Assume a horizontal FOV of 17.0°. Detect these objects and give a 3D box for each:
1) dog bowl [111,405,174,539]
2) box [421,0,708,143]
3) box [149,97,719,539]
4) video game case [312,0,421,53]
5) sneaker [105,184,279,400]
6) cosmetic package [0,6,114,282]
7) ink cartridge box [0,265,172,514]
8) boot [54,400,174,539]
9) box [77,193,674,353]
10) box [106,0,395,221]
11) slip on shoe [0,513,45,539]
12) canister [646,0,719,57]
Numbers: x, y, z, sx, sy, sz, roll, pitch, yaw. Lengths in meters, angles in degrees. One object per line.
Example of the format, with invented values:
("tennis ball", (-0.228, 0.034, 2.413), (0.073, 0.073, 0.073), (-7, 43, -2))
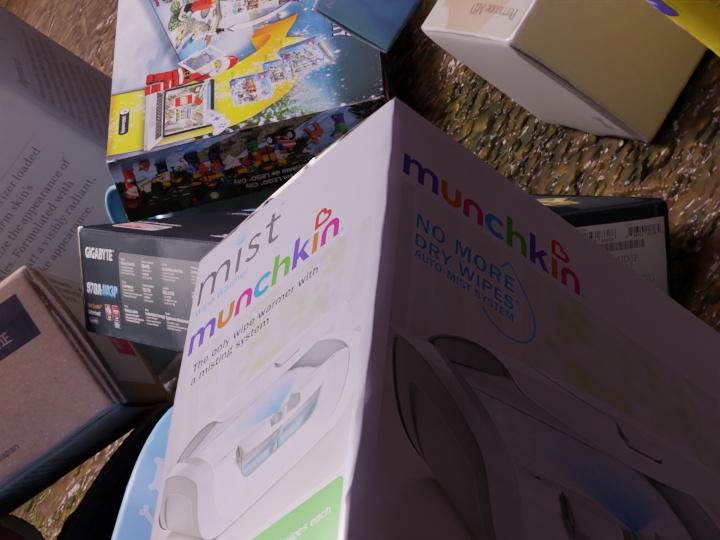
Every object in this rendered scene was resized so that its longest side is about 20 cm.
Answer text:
("dog bowl", (-0.067, 0.140, 0.894), (0.111, 0.050, 0.200), (42, -117, -75))
("box", (0.120, -0.157, 0.975), (0.200, 0.078, 0.095), (-59, 23, -5))
("box", (0.047, 0.084, 0.662), (0.097, 0.200, 0.177), (-38, 29, 34))
("video game case", (0.061, -0.220, 1.118), (0.200, 0.045, 0.181), (-55, 5, 32))
("sneaker", (-0.079, -0.038, 1.202), (0.074, 0.082, 0.200), (-21, 41, 52))
("cosmetic package", (-0.216, -0.045, 1.328), (0.165, 0.200, 0.165), (-51, 24, 11))
("ink cartridge box", (-0.178, 0.075, 1.054), (0.165, 0.075, 0.200), (-35, -4, -1))
("boot", (-0.136, 0.143, 1.098), (0.151, 0.073, 0.200), (10, 75, 62))
("box", (0.000, 0.000, 0.917), (0.200, 0.159, 0.046), (7, 103, 64))
("box", (-0.054, -0.109, 1.210), (0.136, 0.038, 0.200), (-12, 35, 6))
("slip on shoe", (-0.187, 0.175, 1.030), (0.200, 0.074, 0.061), (-52, 1, 35))
("canister", (0.114, -0.153, 0.829), (0.087, 0.200, 0.149), (-38, 30, 36))
